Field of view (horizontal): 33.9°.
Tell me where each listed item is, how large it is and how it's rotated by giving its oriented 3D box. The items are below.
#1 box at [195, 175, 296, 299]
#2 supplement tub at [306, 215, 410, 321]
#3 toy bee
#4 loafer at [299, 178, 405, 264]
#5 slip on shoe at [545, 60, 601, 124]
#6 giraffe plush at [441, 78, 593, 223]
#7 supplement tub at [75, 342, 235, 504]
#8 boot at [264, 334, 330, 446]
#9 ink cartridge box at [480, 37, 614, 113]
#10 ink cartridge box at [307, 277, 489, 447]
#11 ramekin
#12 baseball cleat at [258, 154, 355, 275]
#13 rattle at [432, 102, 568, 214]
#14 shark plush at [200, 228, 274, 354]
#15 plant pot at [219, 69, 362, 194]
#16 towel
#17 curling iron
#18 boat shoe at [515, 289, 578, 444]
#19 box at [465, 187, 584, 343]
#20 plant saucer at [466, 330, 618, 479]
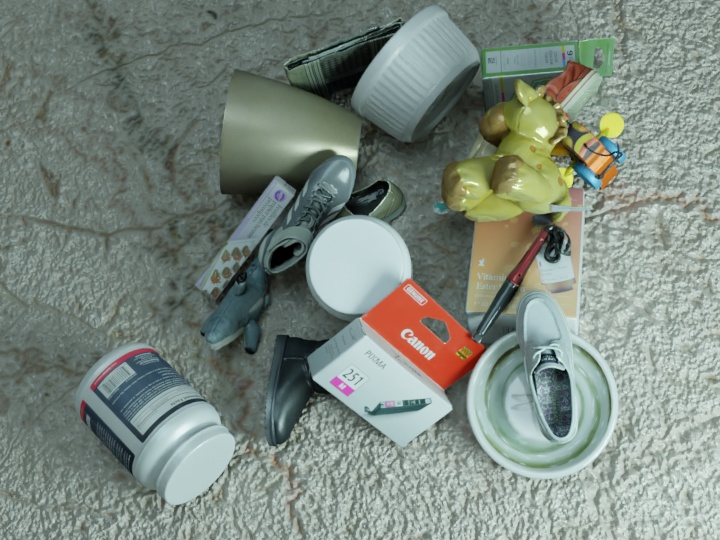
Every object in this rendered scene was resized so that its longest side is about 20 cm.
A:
[{"bbox_3d":[-0.168,-0.048,1.728,0.039,0.041,0.200,36,103,-8],"label":"box"},{"bbox_3d":[0.000,0.000,1.610,0.139,0.200,0.141,0,87,3],"label":"supplement tub"},{"bbox_3d":[0.319,-0.177,1.654,0.131,0.200,0.109,-43,80,-16],"label":"toy bee"},{"bbox_3d":[-0.029,-0.082,1.753,0.199,0.070,0.075,-31,62,-6],"label":"loafer"},{"bbox_3d":[0.259,-0.223,1.680,0.061,0.074,0.200,40,75,19],"label":"slip on shoe"},{"bbox_3d":[0.209,-0.160,1.559,0.199,0.173,0.163,3,78,5],"label":"giraffe plush"},{"bbox_3d":[-0.281,0.208,1.616,0.140,0.141,0.200,-44,65,-12],"label":"supplement tub"},{"bbox_3d":[-0.027,0.167,1.638,0.199,0.066,0.166,2,66,7],"label":"boot"},{"bbox_3d":[0.283,-0.290,1.780,0.199,0.104,0.060,-4,63,8],"label":"ink cartridge box"},{"bbox_3d":[0.058,0.125,1.538,0.173,0.200,0.044,-38,37,14],"label":"ink cartridge box"},{"bbox_3d":[0.089,-0.285,1.766,0.105,0.200,0.200,43,77,7],"label":"ramekin"},{"bbox_3d":[-0.068,-0.073,1.674,0.070,0.106,0.200,34,95,-17],"label":"baseball cleat"},{"bbox_3d":[0.206,-0.135,1.725,0.143,0.130,0.201,38,52,-18],"label":"rattle"},{"bbox_3d":[-0.160,0.033,1.712,0.091,0.083,0.200,31,73,23],"label":"shark plush"},{"bbox_3d":[-0.101,-0.195,1.779,0.199,0.188,0.188,8,65,-1],"label":"plant pot"},{"bbox_3d":[-0.019,-0.320,1.801,0.191,0.200,0.035,-19,83,1],"label":"towel"},{"bbox_3d":[0.212,0.017,1.564,0.049,0.026,0.200,36,76,26],"label":"curling iron"},{"bbox_3d":[0.245,0.122,1.514,0.070,0.072,0.202,-11,84,4],"label":"boat shoe"},{"bbox_3d":[0.232,-0.006,1.647,0.151,0.106,0.201,2,65,12],"label":"box"},{"bbox_3d":[0.241,0.177,1.572,0.199,0.050,0.202,-2,78,7],"label":"plant saucer"}]
